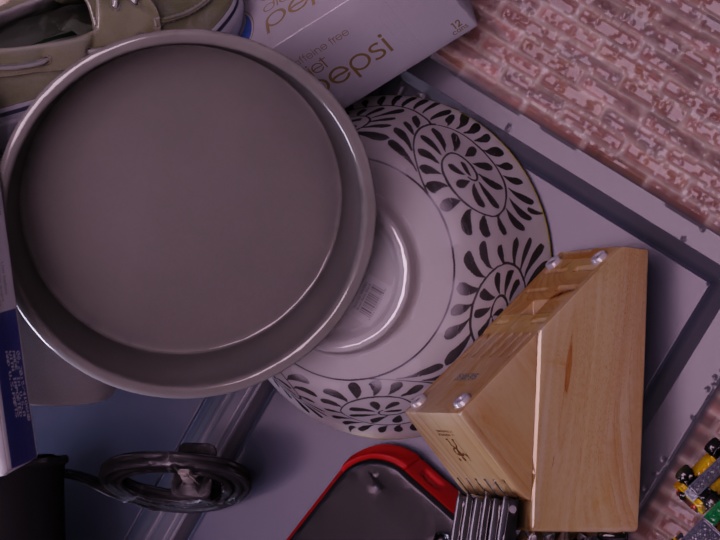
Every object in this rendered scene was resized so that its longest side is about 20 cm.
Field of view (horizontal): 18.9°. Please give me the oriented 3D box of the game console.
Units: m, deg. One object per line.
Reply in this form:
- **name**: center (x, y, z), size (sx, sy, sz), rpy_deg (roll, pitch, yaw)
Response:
- **game console**: center (0.030, 0.220, 1.253), size (0.200, 0.031, 0.177), rpy_deg (41, 107, 14)

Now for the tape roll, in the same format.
- **tape roll**: center (-0.228, -0.012, 1.240), size (0.202, 0.203, 0.140), rpy_deg (12, 96, 18)

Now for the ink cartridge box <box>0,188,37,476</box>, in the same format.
- **ink cartridge box**: center (-0.273, 0.011, 1.124), size (0.199, 0.041, 0.200), rpy_deg (-4, 97, 21)

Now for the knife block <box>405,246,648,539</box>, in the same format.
- **knife block**: center (0.118, 0.109, 1.179), size (0.200, 0.064, 0.176), rpy_deg (-45, 108, -22)

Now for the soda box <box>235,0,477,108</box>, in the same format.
- **soda box**: center (-0.036, -0.126, 1.230), size (0.200, 0.064, 0.068), rpy_deg (-31, 39, 18)

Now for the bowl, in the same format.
- **bowl**: center (0.000, 0.000, 1.219), size (0.200, 0.094, 0.201), rpy_deg (1, 92, 20)

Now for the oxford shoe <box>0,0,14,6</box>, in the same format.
- **oxford shoe**: center (-0.182, -0.225, 1.233), size (0.075, 0.070, 0.201), rpy_deg (9, 94, -6)

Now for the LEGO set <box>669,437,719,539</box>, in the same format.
- **LEGO set**: center (0.252, 0.173, 1.147), size (0.200, 0.116, 0.154), rpy_deg (36, 77, 17)

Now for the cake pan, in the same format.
- **cake pan**: center (-0.092, -0.032, 1.137), size (0.200, 0.037, 0.201), rpy_deg (-2, 109, -7)

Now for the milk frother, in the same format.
- **milk frother**: center (-0.168, 0.197, 1.239), size (0.199, 0.180, 0.189), rpy_deg (-6, 86, 25)

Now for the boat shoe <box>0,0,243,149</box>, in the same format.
- **boat shoe**: center (-0.142, -0.125, 1.159), size (0.072, 0.200, 0.062), rpy_deg (38, 142, 30)
